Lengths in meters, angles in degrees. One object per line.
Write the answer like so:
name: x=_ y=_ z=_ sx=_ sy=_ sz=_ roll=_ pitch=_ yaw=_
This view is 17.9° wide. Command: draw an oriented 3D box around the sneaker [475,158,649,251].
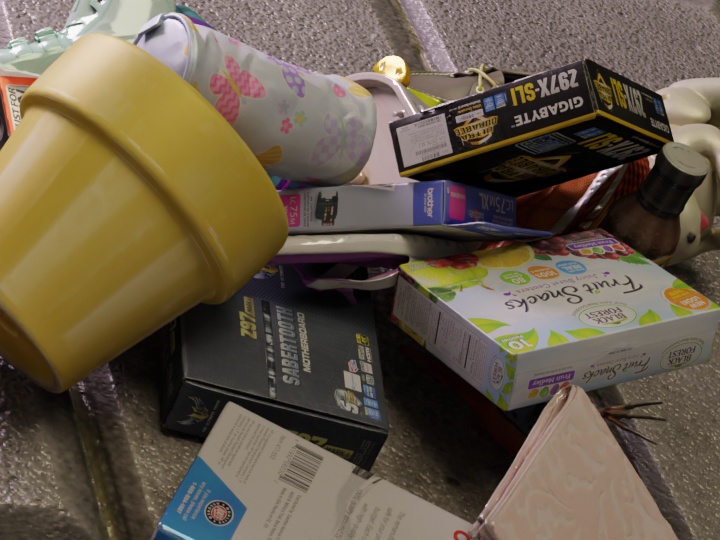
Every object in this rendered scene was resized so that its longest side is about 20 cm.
sneaker: x=0.146 y=-0.040 z=1.861 sx=0.200 sy=0.073 sz=0.077 roll=-39 pitch=49 yaw=-14

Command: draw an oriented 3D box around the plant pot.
plant pot: x=-0.183 y=-0.026 z=1.556 sx=0.201 sy=0.201 sz=0.189 roll=38 pitch=72 yaw=17

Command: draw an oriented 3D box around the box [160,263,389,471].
box: x=-0.066 y=0.051 z=1.669 sx=0.158 sy=0.051 sz=0.200 roll=15 pitch=34 yaw=-16

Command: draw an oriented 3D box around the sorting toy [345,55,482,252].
sorting toy: x=0.075 y=-0.080 z=1.923 sx=0.180 sy=0.107 sz=0.200 roll=23 pitch=29 yaw=-41

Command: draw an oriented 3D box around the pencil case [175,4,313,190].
pencil case: x=-0.106 y=-0.123 z=1.846 sx=0.200 sy=0.085 sz=0.092 roll=41 pitch=75 yaw=20

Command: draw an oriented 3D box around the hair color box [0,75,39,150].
hair color box: x=-0.195 y=-0.094 z=1.725 sx=0.200 sy=0.102 sz=0.061 roll=0 pitch=65 yaw=-34

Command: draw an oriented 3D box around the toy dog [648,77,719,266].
toy dog: x=0.251 y=-0.076 z=1.976 sx=0.194 sy=0.140 sz=0.200 roll=16 pitch=33 yaw=7

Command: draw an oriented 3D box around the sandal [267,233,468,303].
sandal: x=0.005 y=-0.001 z=1.695 sx=0.203 sy=0.082 sz=0.050 roll=1 pitch=85 yaw=-39

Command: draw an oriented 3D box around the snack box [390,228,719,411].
snack box: x=0.144 y=0.033 z=1.682 sx=0.200 sy=0.053 sz=0.142 roll=-11 pitch=34 yaw=-34

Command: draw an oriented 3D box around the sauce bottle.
sauce bottle: x=0.210 y=-0.014 z=1.806 sx=0.065 sy=0.200 sz=0.065 roll=17 pitch=38 yaw=-14

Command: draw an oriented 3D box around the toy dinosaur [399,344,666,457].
toy dinosaur: x=0.132 y=0.138 z=1.699 sx=0.200 sy=0.105 sz=0.182 roll=-7 pitch=45 yaw=11

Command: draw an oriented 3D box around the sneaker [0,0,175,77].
sneaker: x=-0.238 y=-0.178 z=1.786 sx=0.200 sy=0.074 sz=0.118 roll=3 pitch=69 yaw=-8

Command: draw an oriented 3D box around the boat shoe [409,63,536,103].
boat shoe: x=0.117 y=-0.155 z=2.055 sx=0.202 sy=0.060 sz=0.072 roll=9 pitch=38 yaw=-24

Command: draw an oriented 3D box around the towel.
towel: x=0.161 y=0.203 z=1.554 sx=0.200 sy=0.032 sz=0.191 roll=59 pitch=36 yaw=-11

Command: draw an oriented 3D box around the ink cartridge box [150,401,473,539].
ink cartridge box: x=-0.032 y=0.193 z=1.475 sx=0.200 sy=0.086 sz=0.146 roll=28 pitch=34 yaw=0

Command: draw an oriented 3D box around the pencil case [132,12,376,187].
pencil case: x=-0.079 y=-0.124 z=1.687 sx=0.200 sy=0.083 sz=0.091 roll=16 pitch=75 yaw=-42

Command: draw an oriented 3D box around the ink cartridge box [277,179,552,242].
ink cartridge box: x=0.033 y=-0.042 z=1.740 sx=0.200 sy=0.042 sz=0.119 roll=0 pitch=-4 yaw=31

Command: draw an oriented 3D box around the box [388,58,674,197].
box: x=0.134 y=-0.102 z=1.734 sx=0.200 sy=0.160 sz=0.049 roll=11 pitch=63 yaw=-66
